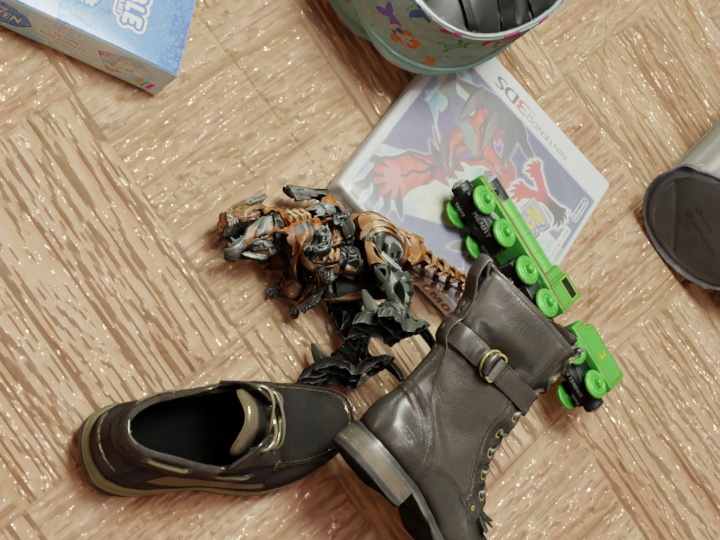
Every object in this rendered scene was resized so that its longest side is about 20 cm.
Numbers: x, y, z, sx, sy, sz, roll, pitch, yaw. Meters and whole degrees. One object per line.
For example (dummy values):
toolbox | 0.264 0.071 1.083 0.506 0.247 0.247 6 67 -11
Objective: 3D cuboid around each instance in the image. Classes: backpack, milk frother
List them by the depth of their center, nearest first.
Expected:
backpack | 0.054 -0.247 1.213 0.177 0.150 0.201 -30 85 -34
milk frother | 0.372 -0.066 1.339 0.188 0.199 0.181 -43 103 -35

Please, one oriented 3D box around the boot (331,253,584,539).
boot | 0.090 0.109 1.113 0.174 0.069 0.200 -45 122 -10

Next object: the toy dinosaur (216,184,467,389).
toy dinosaur | 0.000 0.000 1.138 0.198 0.102 0.137 -3 58 -9

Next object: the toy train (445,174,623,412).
toy train | 0.131 0.014 1.223 0.056 0.042 0.201 -36 97 -47

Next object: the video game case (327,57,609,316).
video game case | 0.089 -0.064 1.257 0.182 0.023 0.200 45 56 -13

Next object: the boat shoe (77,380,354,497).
boat shoe | -0.081 0.108 1.056 0.199 0.073 0.075 -7 79 -35

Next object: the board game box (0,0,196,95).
board game box | -0.197 -0.250 1.114 0.198 0.043 0.202 23 63 -27
